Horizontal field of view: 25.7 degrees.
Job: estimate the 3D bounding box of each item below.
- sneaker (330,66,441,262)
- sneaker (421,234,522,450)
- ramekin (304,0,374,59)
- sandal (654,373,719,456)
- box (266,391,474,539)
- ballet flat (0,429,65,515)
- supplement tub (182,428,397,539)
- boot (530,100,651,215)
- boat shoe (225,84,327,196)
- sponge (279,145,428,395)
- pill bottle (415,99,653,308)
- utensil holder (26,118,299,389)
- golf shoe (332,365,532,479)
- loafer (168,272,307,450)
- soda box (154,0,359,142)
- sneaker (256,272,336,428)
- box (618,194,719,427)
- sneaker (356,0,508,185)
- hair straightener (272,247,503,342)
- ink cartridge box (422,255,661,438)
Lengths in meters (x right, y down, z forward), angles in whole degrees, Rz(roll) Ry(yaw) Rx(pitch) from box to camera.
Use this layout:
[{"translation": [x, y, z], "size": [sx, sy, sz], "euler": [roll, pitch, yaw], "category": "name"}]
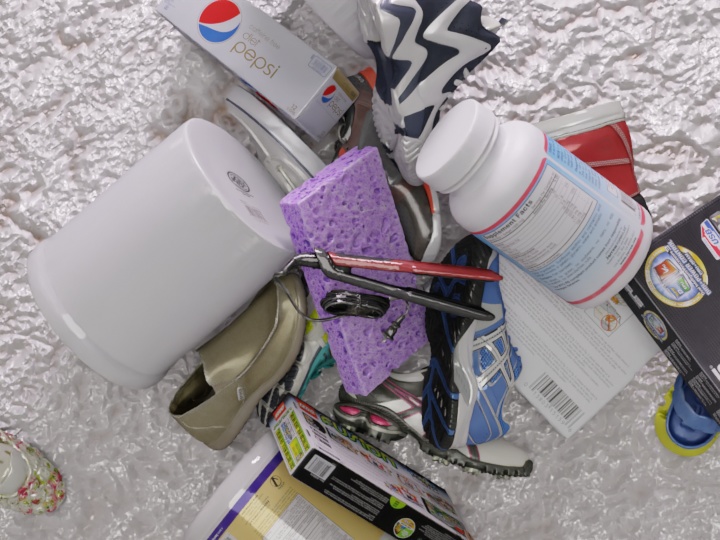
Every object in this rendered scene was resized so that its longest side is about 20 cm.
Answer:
[{"translation": [0.013, -0.092, 1.500], "size": [0.082, 0.077, 0.200], "euler": [-17, 75, -18], "category": "sneaker"}, {"translation": [0.106, 0.064, 1.450], "size": [0.077, 0.076, 0.200], "euler": [4, 97, -26], "category": "sneaker"}, {"translation": [-0.017, -0.289, 1.459], "size": [0.098, 0.200, 0.200], "euler": [-43, 87, 9], "category": "ramekin"}, {"translation": [0.340, 0.081, 1.483], "size": [0.079, 0.087, 0.200], "euler": [17, 87, 4], "category": "sandal"}, {"translation": [0.011, 0.194, 1.441], "size": [0.200, 0.110, 0.035], "euler": [34, 100, -24], "category": "box"}, {"translation": [-0.376, 0.172, 1.523], "size": [0.200, 0.064, 0.076], "euler": [35, 89, 3], "category": "ballet flat"}, {"translation": [-0.048, 0.259, 1.464], "size": [0.200, 0.145, 0.145], "euler": [39, 90, 3], "category": "supplement tub"}, {"translation": [0.170, -0.068, 1.505], "size": [0.200, 0.072, 0.144], "euler": [-15, 92, 1], "category": "boot"}, {"translation": [-0.067, -0.089, 1.516], "size": [0.066, 0.072, 0.200], "euler": [-43, 98, 0], "category": "boat shoe"}, {"translation": [0.000, 0.000, 1.440], "size": [0.112, 0.030, 0.200], "euler": [-37, 119, -38], "category": "sponge"}, {"translation": [0.150, -0.060, 1.381], "size": [0.200, 0.109, 0.109], "euler": [34, 90, -19], "category": "pill bottle"}, {"translation": [-0.175, -0.018, 1.444], "size": [0.200, 0.170, 0.170], "euler": [-40, 87, 16], "category": "utensil holder"}, {"translation": [0.076, 0.139, 1.499], "size": [0.200, 0.077, 0.088], "euler": [21, 83, 3], "category": "golf shoe"}, {"translation": [-0.115, 0.084, 1.476], "size": [0.068, 0.076, 0.200], "euler": [18, 114, -29], "category": "loafer"}, {"translation": [-0.098, -0.207, 1.487], "size": [0.200, 0.068, 0.064], "euler": [40, 90, 25], "category": "soda box"}, {"translation": [-0.035, 0.069, 1.504], "size": [0.080, 0.078, 0.200], "euler": [22, 106, -34], "category": "sneaker"}, {"translation": [0.347, 0.038, 1.435], "size": [0.160, 0.044, 0.200], "euler": [-30, 77, -21], "category": "box"}, {"translation": [0.076, -0.177, 1.409], "size": [0.129, 0.079, 0.199], "euler": [-20, 119, -13], "category": "sneaker"}, {"translation": [0.021, 0.026, 1.373], "size": [0.200, 0.041, 0.077], "euler": [7, 97, -9], "category": "hair straightener"}, {"translation": [0.188, 0.029, 1.491], "size": [0.174, 0.044, 0.200], "euler": [-44, 96, 5], "category": "ink cartridge box"}]
